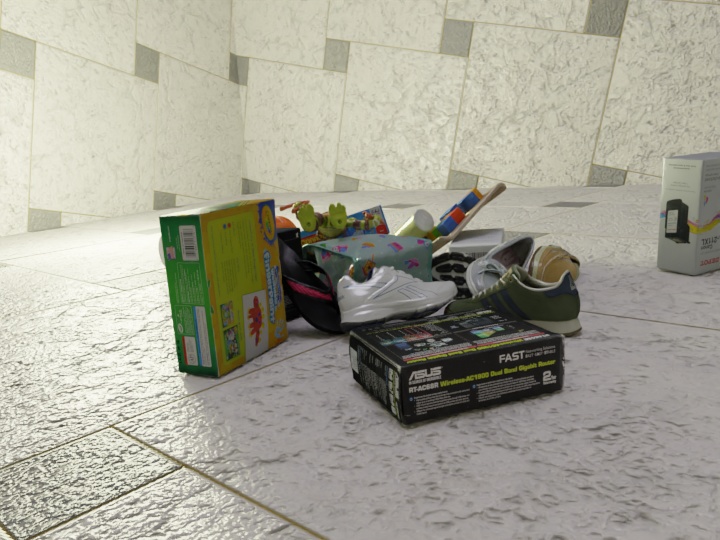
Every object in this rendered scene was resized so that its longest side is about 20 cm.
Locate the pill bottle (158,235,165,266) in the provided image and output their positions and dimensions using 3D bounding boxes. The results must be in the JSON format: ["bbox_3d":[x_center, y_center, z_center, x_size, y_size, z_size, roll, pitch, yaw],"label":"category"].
[{"bbox_3d":[-0.365,-0.061,1.570,0.111,0.115,0.198,6,15,41],"label":"pill bottle"}]

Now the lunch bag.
[{"bbox_3d":[0.000,0.000,1.119,0.168,0.125,0.198,-13,17,-34],"label":"lunch bag"}]

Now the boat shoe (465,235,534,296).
[{"bbox_3d":[0.229,-0.003,1.089,0.065,0.075,0.201,-38,-2,37],"label":"boat shoe"}]

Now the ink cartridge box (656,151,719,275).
[{"bbox_3d":[0.619,-0.105,1.213,0.143,0.205,0.082,-10,15,-28],"label":"ink cartridge box"}]

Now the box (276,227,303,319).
[{"bbox_3d":[-0.178,0.017,1.045,0.078,0.145,0.198,6,14,39],"label":"box"}]

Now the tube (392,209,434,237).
[{"bbox_3d":[0.087,-0.061,1.428,0.057,0.053,0.200,29,-34,-13],"label":"tube"}]

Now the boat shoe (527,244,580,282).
[{"bbox_3d":[0.346,-0.005,1.176,0.075,0.073,0.199,19,22,24],"label":"boat shoe"}]

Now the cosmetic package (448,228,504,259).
[{"bbox_3d":[0.231,-0.032,1.318,0.099,0.073,0.200,-2,12,14],"label":"cosmetic package"}]

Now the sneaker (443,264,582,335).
[{"bbox_3d":[0.210,0.035,0.945,0.196,0.092,0.067,2,13,30],"label":"sneaker"}]

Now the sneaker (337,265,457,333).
[{"bbox_3d":[0.055,0.032,0.983,0.196,0.089,0.074,-8,-16,-26],"label":"sneaker"}]

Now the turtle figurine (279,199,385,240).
[{"bbox_3d":[-0.060,-0.084,1.147,0.195,0.066,0.161,11,3,7],"label":"turtle figurine"}]

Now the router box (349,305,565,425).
[{"bbox_3d":[0.103,0.098,0.745,0.195,0.064,0.149,-8,11,-19],"label":"router box"}]

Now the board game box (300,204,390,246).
[{"bbox_3d":[-0.056,-0.054,1.312,0.192,0.057,0.200,-20,-3,-11],"label":"board game box"}]

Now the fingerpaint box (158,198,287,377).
[{"bbox_3d":[-0.177,0.016,0.898,0.072,0.205,0.166,1,13,27],"label":"fingerpaint box"}]

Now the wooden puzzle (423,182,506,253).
[{"bbox_3d":[0.188,-0.100,1.379,0.199,0.046,0.185,-41,0,-25],"label":"wooden puzzle"}]

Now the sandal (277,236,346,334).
[{"bbox_3d":[-0.080,0.015,0.984,0.075,0.200,0.045,-40,-7,-48],"label":"sandal"}]

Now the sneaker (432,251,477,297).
[{"bbox_3d":[0.147,0.007,1.192,0.196,0.079,0.088,9,-1,31],"label":"sneaker"}]

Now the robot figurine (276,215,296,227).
[{"bbox_3d":[-0.215,-0.057,1.494,0.198,0.147,0.116,-15,38,-43],"label":"robot figurine"}]
